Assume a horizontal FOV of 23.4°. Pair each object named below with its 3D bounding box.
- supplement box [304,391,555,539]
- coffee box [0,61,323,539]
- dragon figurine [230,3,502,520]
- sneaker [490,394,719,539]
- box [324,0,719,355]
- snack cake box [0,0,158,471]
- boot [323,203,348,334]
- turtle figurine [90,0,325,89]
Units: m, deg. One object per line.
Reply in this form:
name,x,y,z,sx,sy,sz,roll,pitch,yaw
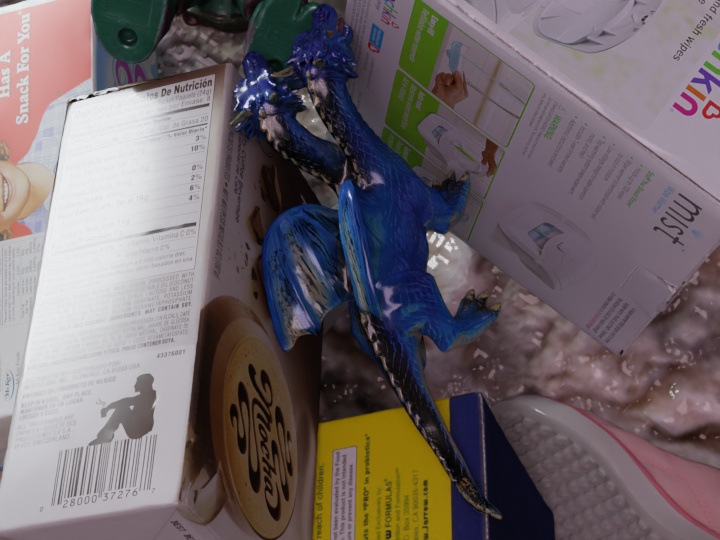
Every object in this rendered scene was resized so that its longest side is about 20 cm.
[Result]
supplement box,-0.024,0.142,0.735,0.198,0.109,0.110,-13,51,18
coffee box,-0.071,0.034,0.688,0.079,0.113,0.202,-11,52,18
dragon figurine,0.000,0.000,0.674,0.059,0.099,0.202,-22,65,39
sneaker,0.149,0.118,0.786,0.200,0.104,0.076,33,119,35
box,0.083,-0.071,0.721,0.176,0.200,0.097,36,73,7
snack cake box,-0.154,-0.017,0.784,0.114,0.067,0.202,-11,66,17
boot,-0.078,0.016,0.811,0.200,0.074,0.096,-44,76,-3
turtle figurine,-0.054,-0.151,0.776,0.148,0.201,0.101,-3,125,6
